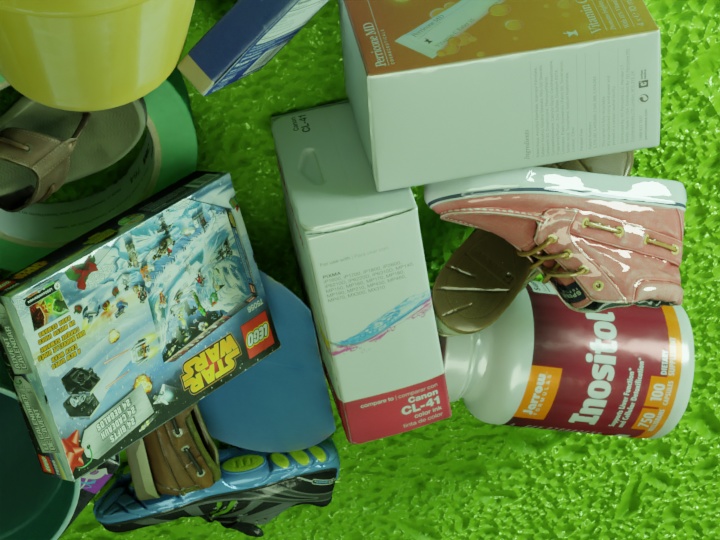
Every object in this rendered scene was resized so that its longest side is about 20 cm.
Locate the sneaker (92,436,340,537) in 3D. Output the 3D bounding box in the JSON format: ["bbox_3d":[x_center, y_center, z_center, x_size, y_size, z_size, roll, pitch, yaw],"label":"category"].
[{"bbox_3d":[-0.112,0.181,1.764,0.199,0.071,0.083,-11,123,-8],"label":"sneaker"}]

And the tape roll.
[{"bbox_3d":[-0.214,-0.089,1.544,0.200,0.048,0.201,-6,128,-8],"label":"tape roll"}]

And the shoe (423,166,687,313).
[{"bbox_3d":[0.140,-0.020,1.555,0.199,0.091,0.071,3,171,-22],"label":"shoe"}]

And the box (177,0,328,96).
[{"bbox_3d":[-0.027,-0.199,1.456,0.200,0.121,0.032,-41,90,20],"label":"box"}]

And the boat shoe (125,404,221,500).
[{"bbox_3d":[-0.147,0.078,1.644,0.068,0.072,0.201,-7,124,3],"label":"boat shoe"}]

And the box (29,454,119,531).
[{"bbox_3d":[-0.251,0.158,1.669,0.036,0.143,0.200,26,118,-27],"label":"box"}]

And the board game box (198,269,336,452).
[{"bbox_3d":[-0.090,0.050,1.656,0.157,0.039,0.201,9,134,23],"label":"board game box"}]

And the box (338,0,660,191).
[{"bbox_3d":[0.093,-0.142,1.520,0.199,0.125,0.098,-10,129,-5],"label":"box"}]

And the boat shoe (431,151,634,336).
[{"bbox_3d":[0.119,-0.032,1.627,0.200,0.063,0.073,-44,88,-14],"label":"boat shoe"}]

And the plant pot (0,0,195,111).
[{"bbox_3d":[-0.176,-0.208,1.378,0.200,0.201,0.189,-8,145,-6],"label":"plant pot"}]

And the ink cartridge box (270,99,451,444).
[{"bbox_3d":[0.000,0.000,1.596,0.085,0.148,0.201,-13,130,-5],"label":"ink cartridge box"}]

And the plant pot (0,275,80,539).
[{"bbox_3d":[-0.305,0.091,1.575,0.199,0.188,0.201,-6,130,-8],"label":"plant pot"}]

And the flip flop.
[{"bbox_3d":[-0.233,-0.070,1.485,0.199,0.058,0.081,-21,129,5],"label":"flip flop"}]

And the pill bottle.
[{"bbox_3d":[0.145,0.066,1.702,0.199,0.113,0.113,6,126,-17],"label":"pill bottle"}]

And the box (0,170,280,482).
[{"bbox_3d":[-0.151,0.034,1.502,0.200,0.040,0.137,-32,115,-38],"label":"box"}]
